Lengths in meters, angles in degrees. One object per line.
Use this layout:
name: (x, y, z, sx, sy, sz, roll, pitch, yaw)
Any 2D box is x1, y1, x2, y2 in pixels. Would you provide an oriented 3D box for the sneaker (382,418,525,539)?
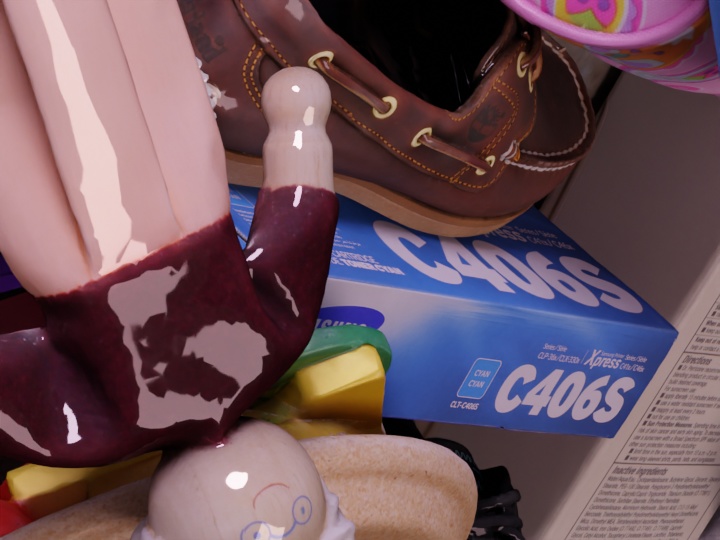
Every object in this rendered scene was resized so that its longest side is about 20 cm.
sneaker: (0.018, 0.097, 0.882, 0.075, 0.200, 0.080, 17, 104, -33)

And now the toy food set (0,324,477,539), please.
toy food set: (-0.058, 0.088, 0.780, 0.197, 0.049, 0.200, -19, 157, -10)

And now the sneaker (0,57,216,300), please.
sneaker: (-0.139, -0.012, 0.687, 0.199, 0.070, 0.100, -4, 157, -31)

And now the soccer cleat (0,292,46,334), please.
soccer cleat: (-0.071, 0.038, 0.825, 0.200, 0.067, 0.077, 3, 126, -54)

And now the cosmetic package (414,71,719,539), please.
cosmetic package: (0.097, 0.025, 0.997, 0.103, 0.073, 0.201, 7, 118, -53)

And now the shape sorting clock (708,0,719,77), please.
shape sorting clock: (0.118, -0.109, 0.727, 0.200, 0.039, 0.201, 3, 90, -67)

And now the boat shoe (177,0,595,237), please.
boat shoe: (0.014, -0.055, 0.799, 0.070, 0.071, 0.200, -33, 162, 29)

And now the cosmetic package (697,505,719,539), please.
cosmetic package: (0.242, 0.088, 1.076, 0.200, 0.165, 0.165, -43, -170, -18)

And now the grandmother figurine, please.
grandmother figurine: (-0.052, -0.003, 0.643, 0.121, 0.061, 0.201, -25, 107, -12)

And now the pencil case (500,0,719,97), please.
pencil case: (0.098, -0.094, 0.830, 0.088, 0.087, 0.200, -55, 160, 11)

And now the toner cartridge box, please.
toner cartridge box: (0.000, 0.000, 0.838, 0.200, 0.095, 0.043, 9, 117, -53)
